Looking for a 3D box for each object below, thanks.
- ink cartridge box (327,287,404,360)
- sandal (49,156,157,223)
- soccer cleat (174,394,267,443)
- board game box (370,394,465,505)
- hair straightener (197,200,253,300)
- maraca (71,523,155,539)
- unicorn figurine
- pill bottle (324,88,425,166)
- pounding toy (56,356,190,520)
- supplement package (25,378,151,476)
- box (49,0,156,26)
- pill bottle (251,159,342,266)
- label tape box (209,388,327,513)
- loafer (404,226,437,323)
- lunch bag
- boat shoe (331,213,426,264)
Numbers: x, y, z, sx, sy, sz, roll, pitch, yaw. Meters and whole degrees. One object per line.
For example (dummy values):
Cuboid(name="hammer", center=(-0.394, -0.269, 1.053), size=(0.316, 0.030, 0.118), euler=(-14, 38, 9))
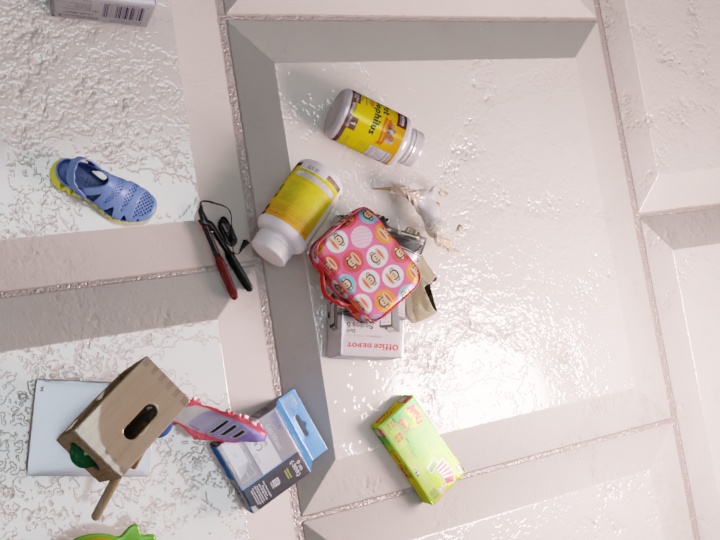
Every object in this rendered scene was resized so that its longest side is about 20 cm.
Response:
Cuboid(name="ink cartridge box", center=(0.012, 0.078, 1.638), size=(0.143, 0.084, 0.203), euler=(4, 80, -22))
Cuboid(name="sandal", center=(-0.463, -0.147, 1.464), size=(0.198, 0.087, 0.081), euler=(22, 72, -21))
Cuboid(name="soccer cleat", center=(-0.264, 0.283, 1.465), size=(0.197, 0.067, 0.077), euler=(18, 79, 13))
Cuboid(name="board game box", center=(0.119, 0.368, 1.663), size=(0.101, 0.047, 0.201), euler=(-38, 98, -24))
Cuboid(name="hair straightener", center=(-0.257, -0.048, 1.571), size=(0.076, 0.041, 0.202), euler=(-25, 88, -28))
Cuboid(name="maraca", center=(-0.438, 0.510, 1.366), size=(0.197, 0.107, 0.139), euler=(-15, 95, -25))
Cuboid(name="unicorn figurine", center=(0.141, -0.130, 1.718), size=(0.136, 0.074, 0.201), euler=(-2, 48, -50))
Cuboid(name="pill bottle", center=(0.032, -0.291, 1.688), size=(0.198, 0.109, 0.111), euler=(22, 74, -19))
Cuboid(name="pounding toy", center=(-0.381, 0.270, 1.279), size=(0.142, 0.184, 0.200), euler=(47, 58, -10))
Cuboid(name="supplement package", center=(-0.462, 0.270, 1.389), size=(0.197, 0.111, 0.158), euler=(6, 80, -22))
Cuboid(name="box", center=(-0.482, -0.578, 1.507), size=(0.181, 0.105, 0.204), euler=(0, 83, -23))
Cuboid(name="pill bottle", center=(-0.127, -0.111, 1.584), size=(0.109, 0.109, 0.201), euler=(38, 69, -14))
Cuboid(name="label tape box", center=(-0.164, 0.338, 1.535), size=(0.199, 0.063, 0.146), euler=(-32, 96, -24))
Cuboid(name="loafer", center=(0.126, 0.007, 1.695), size=(0.067, 0.076, 0.203), euler=(-5, 92, 17))
Cuboid(name="lunch bag", center=(0.000, 0.000, 1.554), size=(0.176, 0.082, 0.201), euler=(-40, 96, -19))
Cuboid(name="boat shoe", center=(0.039, -0.080, 1.651), size=(0.198, 0.071, 0.064), euler=(23, 92, 7))
